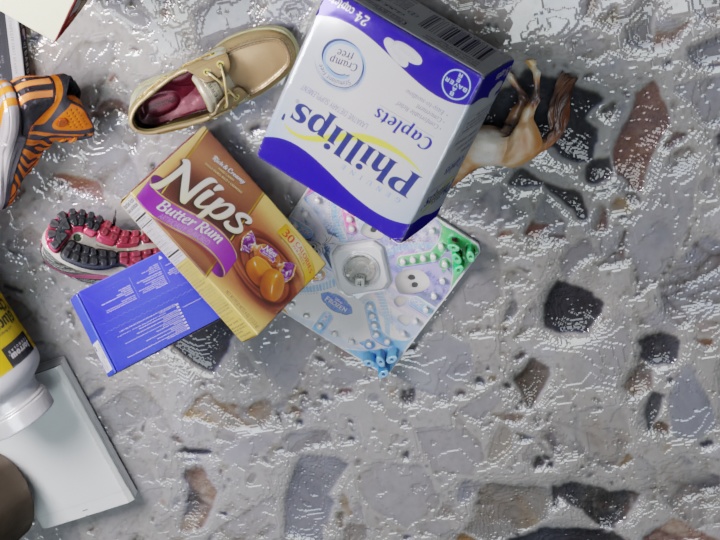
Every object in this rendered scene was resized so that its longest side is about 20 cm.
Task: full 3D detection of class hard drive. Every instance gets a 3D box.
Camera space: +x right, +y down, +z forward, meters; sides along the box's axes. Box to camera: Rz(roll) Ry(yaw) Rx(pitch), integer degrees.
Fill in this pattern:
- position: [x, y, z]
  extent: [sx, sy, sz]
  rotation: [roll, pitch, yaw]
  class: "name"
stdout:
- position: [-0.371, 0.210, 1.806]
  extent: [0.130, 0.026, 0.202]
  rotation: [-18, 114, 14]
  class: "hard drive"

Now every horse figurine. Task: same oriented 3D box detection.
- position: [0.134, -0.151, 1.564]
  extent: [0.197, 0.050, 0.134]
  rotation: [-8, 108, 13]
  class: "horse figurine"

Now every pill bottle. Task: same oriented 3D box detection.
- position: [-0.433, 0.087, 1.690]
  extent: [0.111, 0.112, 0.201]
  rotation: [-26, 105, 17]
  class: "pill bottle"

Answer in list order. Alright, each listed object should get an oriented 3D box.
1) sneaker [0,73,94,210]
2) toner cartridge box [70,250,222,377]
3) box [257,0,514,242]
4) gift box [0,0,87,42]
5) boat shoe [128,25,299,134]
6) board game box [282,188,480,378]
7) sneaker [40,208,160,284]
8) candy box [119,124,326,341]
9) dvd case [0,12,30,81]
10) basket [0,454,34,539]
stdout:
- position: [-0.344, -0.135, 1.601]
  extent: [0.111, 0.078, 0.200]
  rotation: [-15, 157, -29]
  class: "sneaker"
- position: [-0.202, 0.027, 1.609]
  extent: [0.198, 0.043, 0.096]
  rotation: [-27, 91, -24]
  class: "toner cartridge box"
- position: [0.023, -0.164, 1.511]
  extent: [0.183, 0.105, 0.202]
  rotation: [31, 118, 10]
  class: "box"
- position: [-0.334, -0.336, 1.437]
  extent: [0.185, 0.185, 0.201]
  rotation: [30, 105, -11]
  class: "gift box"
- position: [-0.154, -0.190, 1.561]
  extent: [0.198, 0.067, 0.075]
  rotation: [-25, 112, 17]
  class: "boat shoe"
- position: [0.000, 0.000, 1.665]
  extent: [0.199, 0.026, 0.201]
  rotation: [32, 115, -10]
  class: "board game box"
- position: [-0.257, -0.012, 1.664]
  extent: [0.198, 0.082, 0.075]
  rotation: [21, 154, -16]
  class: "sneaker"
- position: [-0.145, -0.039, 1.591]
  extent: [0.200, 0.117, 0.056]
  rotation: [49, 156, -8]
  class: "candy box"
- position: [-0.453, -0.248, 1.585]
  extent: [0.197, 0.025, 0.152]
  rotation: [2, 117, 5]
  class: "dvd case"
- position: [-0.492, 0.302, 1.750]
  extent: [0.135, 0.199, 0.182]
  rotation: [-23, 95, 41]
  class: "basket"
